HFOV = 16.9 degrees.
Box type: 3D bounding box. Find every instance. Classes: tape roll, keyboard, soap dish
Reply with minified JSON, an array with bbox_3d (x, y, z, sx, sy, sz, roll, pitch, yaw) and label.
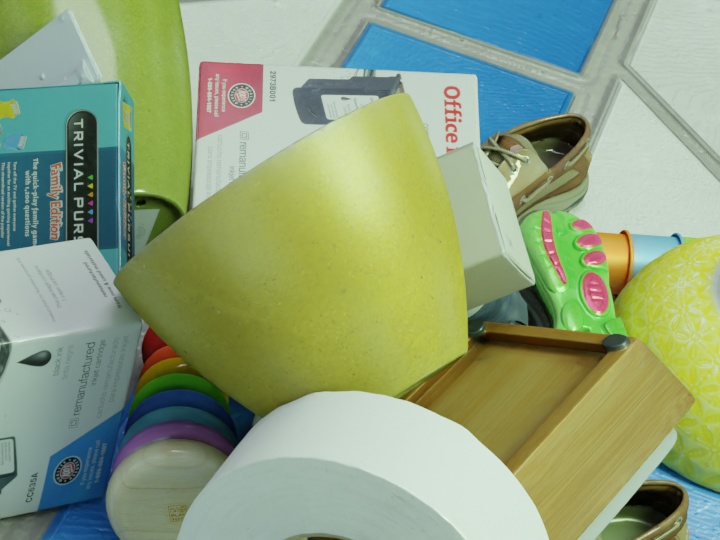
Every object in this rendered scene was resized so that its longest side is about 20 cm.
[{"bbox_3d":[0.002,0.168,1.310,0.201,0.203,0.071,23,35,11],"label":"tape roll"},{"bbox_3d":[-0.256,-0.095,1.595,0.011,0.199,0.057,22,39,-58],"label":"keyboard"},{"bbox_3d":[0.080,0.109,1.426,0.157,0.082,0.200,6,36,40],"label":"soap dish"}]

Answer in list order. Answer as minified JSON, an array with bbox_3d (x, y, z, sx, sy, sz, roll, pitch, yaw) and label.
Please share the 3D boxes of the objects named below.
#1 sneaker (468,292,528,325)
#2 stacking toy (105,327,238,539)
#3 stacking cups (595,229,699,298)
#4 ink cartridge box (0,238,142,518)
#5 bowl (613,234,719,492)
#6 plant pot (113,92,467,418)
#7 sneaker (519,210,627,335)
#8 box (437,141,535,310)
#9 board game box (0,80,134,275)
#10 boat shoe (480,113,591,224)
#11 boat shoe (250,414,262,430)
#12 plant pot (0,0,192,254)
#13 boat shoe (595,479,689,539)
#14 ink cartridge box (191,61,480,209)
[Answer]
[{"bbox_3d":[0.012,0.032,1.600,0.201,0.146,0.077,-4,74,23],"label":"sneaker"},{"bbox_3d":[-0.108,0.089,1.488,0.085,0.086,0.200,10,31,-7],"label":"stacking toy"},{"bbox_3d":[0.209,-0.001,1.743,0.199,0.061,0.061,4,36,-13],"label":"stacking cups"},{"bbox_3d":[-0.241,0.073,1.396,0.199,0.147,0.086,-11,44,-31],"label":"ink cartridge box"},{"bbox_3d":[0.270,0.042,1.624,0.199,0.108,0.201,8,49,-9],"label":"bowl"},{"bbox_3d":[-0.019,0.014,1.366,0.200,0.200,0.142,-28,84,-44],"label":"plant pot"},{"bbox_3d":[0.137,0.056,1.625,0.076,0.084,0.201,8,53,-11],"label":"sneaker"},{"bbox_3d":[0.000,0.000,1.491,0.199,0.068,0.083,-20,65,14],"label":"box"},{"bbox_3d":[-0.242,-0.034,1.512,0.198,0.047,0.152,-3,76,5],"label":"board game box"},{"bbox_3d":[0.101,-0.069,1.782,0.076,0.072,0.200,34,39,25],"label":"boat shoe"},{"bbox_3d":[-0.014,0.106,1.493,0.072,0.073,0.200,28,17,27],"label":"boat shoe"},{"bbox_3d":[-0.190,-0.099,1.650,0.186,0.188,0.201,-4,54,-25],"label":"plant pot"},{"bbox_3d":[0.117,0.166,1.463,0.199,0.074,0.076,-12,43,-33],"label":"boat shoe"},{"bbox_3d":[-0.016,-0.063,1.672,0.198,0.085,0.145,2,51,-3],"label":"ink cartridge box"}]
